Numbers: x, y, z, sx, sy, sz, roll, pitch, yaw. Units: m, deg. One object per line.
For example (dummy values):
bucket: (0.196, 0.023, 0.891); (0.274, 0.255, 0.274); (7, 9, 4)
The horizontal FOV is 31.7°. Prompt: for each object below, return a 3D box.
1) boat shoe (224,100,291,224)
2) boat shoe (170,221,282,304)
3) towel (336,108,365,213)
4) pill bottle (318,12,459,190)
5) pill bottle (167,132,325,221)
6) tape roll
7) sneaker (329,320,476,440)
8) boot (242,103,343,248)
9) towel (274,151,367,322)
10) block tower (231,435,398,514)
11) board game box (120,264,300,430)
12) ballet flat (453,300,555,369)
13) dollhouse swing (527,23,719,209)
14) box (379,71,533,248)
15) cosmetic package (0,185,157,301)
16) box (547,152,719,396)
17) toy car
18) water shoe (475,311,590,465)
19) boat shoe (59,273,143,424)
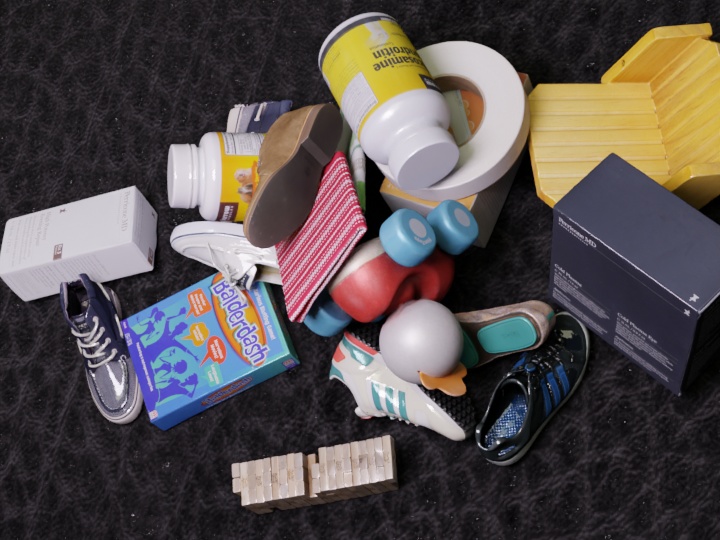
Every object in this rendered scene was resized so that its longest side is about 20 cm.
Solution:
boat shoe: (-0.129, -0.137, 1.664); (0.092, 0.075, 0.201); (-8, 65, 23)
boat shoe: (-0.144, -0.003, 1.582); (0.200, 0.075, 0.087); (9, 67, 1)
towel: (-0.020, -0.109, 1.566); (0.030, 0.150, 0.201); (5, 51, -8)
pill bottle: (0.036, -0.194, 1.469); (0.112, 0.112, 0.201); (-30, 61, 5)
pill bottle: (-0.136, -0.115, 1.569); (0.199, 0.109, 0.110); (0, 65, -15)
tape roll: (0.103, -0.181, 1.524); (0.201, 0.037, 0.204); (-7, 66, 17)
sneaker: (0.046, 0.150, 1.510); (0.199, 0.070, 0.094); (38, 118, 17)
boot: (-0.093, -0.110, 1.485); (0.075, 0.074, 0.201); (6, 57, 38)
towel: (-0.047, -0.042, 1.454); (0.145, 0.022, 0.200); (-54, 24, 20)
block tower: (-0.049, 0.245, 1.503); (0.199, 0.058, 0.054); (-13, 65, 16)
board game box: (-0.194, 0.092, 1.619); (0.199, 0.045, 0.153); (-27, 62, 5)
ballet flat: (0.148, 0.074, 1.491); (0.199, 0.068, 0.067); (-10, 18, 42)
dollhouse swing: (0.313, -0.175, 1.475); (0.175, 0.182, 0.201); (5, 64, -23)
box: (0.127, -0.149, 1.578); (0.124, 0.098, 0.201); (17, 75, 25)
cosmetic package: (-0.380, -0.036, 1.710); (0.199, 0.074, 0.102); (-15, 51, 13)
box: (0.314, 0.006, 1.391); (0.104, 0.182, 0.200); (-41, 63, -18)
toy car: (0.067, 0.056, 1.438); (0.184, 0.176, 0.201); (-40, 75, 35)
water shoe: (0.201, 0.131, 1.449); (0.071, 0.079, 0.201); (25, 78, 25)
boat shoe: (-0.342, 0.099, 1.640); (0.074, 0.093, 0.201); (-26, 63, 7)
